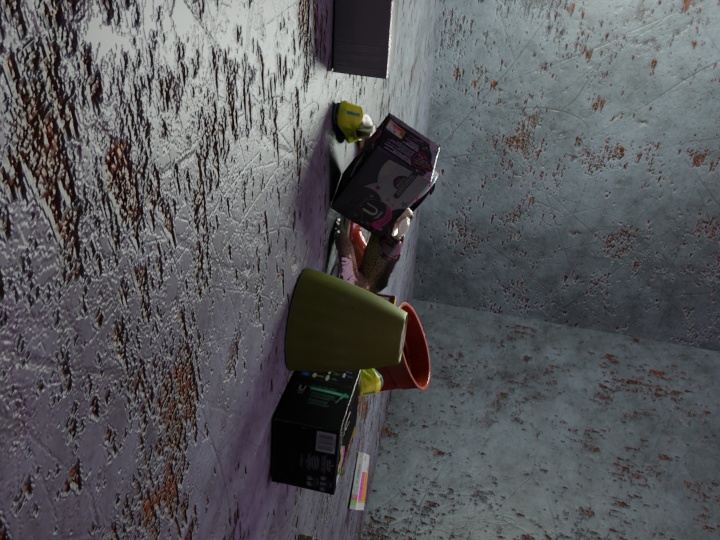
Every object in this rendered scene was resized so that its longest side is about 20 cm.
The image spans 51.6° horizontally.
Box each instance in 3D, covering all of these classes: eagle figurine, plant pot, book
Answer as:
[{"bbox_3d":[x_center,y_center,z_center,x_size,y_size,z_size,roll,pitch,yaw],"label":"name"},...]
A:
[{"bbox_3d":[-0.006,-0.003,1.622,0.152,0.149,0.203,-30,140,-67],"label":"eagle figurine"},{"bbox_3d":[0.038,0.196,1.730,0.200,0.192,0.204,-15,90,-70],"label":"plant pot"},{"bbox_3d":[-0.003,0.790,2.790,0.134,0.047,0.204,66,32,-71],"label":"book"},{"bbox_3d":[-0.017,0.105,1.357,0.187,0.196,0.191,9,90,-82],"label":"plant pot"}]

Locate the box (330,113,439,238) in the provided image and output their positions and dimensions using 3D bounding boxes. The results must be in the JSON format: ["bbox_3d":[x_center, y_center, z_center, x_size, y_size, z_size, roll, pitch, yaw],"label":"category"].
[{"bbox_3d":[0.048,-0.183,1.487,0.200,0.131,0.116,-46,-161,46],"label":"box"}]

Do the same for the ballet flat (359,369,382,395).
[{"bbox_3d":[-0.035,0.186,1.528,0.066,0.200,0.068,-21,137,-32],"label":"ballet flat"}]

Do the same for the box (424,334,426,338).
[{"bbox_3d":[0.055,0.154,1.837,0.118,0.198,0.048,-58,173,6],"label":"box"}]

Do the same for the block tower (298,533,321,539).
[{"bbox_3d":[-0.119,0.695,1.811,0.201,0.053,0.059,84,18,-60],"label":"block tower"}]

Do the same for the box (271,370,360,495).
[{"bbox_3d":[-0.079,0.282,1.385,0.201,0.122,0.151,-68,166,-62],"label":"box"}]

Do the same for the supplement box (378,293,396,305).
[{"bbox_3d":[0.028,0.140,1.974,0.201,0.128,0.105,84,17,-64],"label":"supplement box"}]

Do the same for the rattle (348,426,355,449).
[{"bbox_3d":[-0.100,0.309,1.626,0.201,0.141,0.132,-123,-160,-44],"label":"rattle"}]

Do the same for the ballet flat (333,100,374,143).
[{"bbox_3d":[-0.006,-0.289,1.477,0.200,0.066,0.068,4,94,-82],"label":"ballet flat"}]

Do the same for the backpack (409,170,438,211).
[{"bbox_3d":[0.092,-0.200,1.821,0.199,0.151,0.178,-37,-171,21],"label":"backpack"}]

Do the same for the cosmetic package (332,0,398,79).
[{"bbox_3d":[0.011,-0.447,1.294,0.091,0.105,0.203,-67,166,-57],"label":"cosmetic package"}]

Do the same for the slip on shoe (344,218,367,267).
[{"bbox_3d":[-0.004,-0.051,1.730,0.074,0.060,0.204,-28,115,-77],"label":"slip on shoe"}]

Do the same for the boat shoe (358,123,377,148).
[{"bbox_3d":[0.039,-0.308,1.763,0.200,0.071,0.074,62,37,-77],"label":"boat shoe"}]

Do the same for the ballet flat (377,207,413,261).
[{"bbox_3d":[0.078,-0.097,1.591,0.071,0.069,0.201,-39,-158,29],"label":"ballet flat"}]
